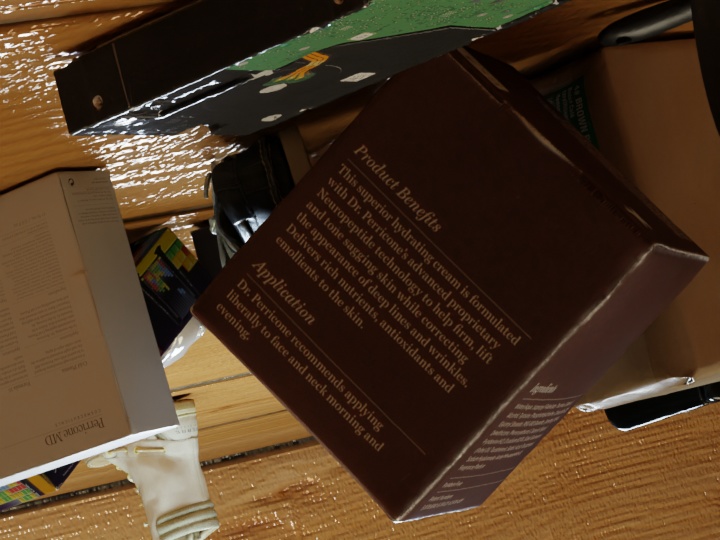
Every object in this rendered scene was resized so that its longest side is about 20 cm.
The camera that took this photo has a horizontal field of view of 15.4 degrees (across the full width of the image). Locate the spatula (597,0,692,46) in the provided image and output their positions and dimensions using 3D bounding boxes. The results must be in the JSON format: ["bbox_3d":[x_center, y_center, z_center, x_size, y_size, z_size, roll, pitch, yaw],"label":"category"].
[{"bbox_3d":[0.224,-0.151,1.439,0.199,0.021,0.057,-13,160,2],"label":"spatula"}]

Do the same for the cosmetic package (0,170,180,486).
[{"bbox_3d":[-0.209,0.044,1.513,0.200,0.151,0.052,-19,172,33],"label":"cosmetic package"}]

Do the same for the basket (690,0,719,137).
[{"bbox_3d":[0.272,-0.126,1.316,0.199,0.136,0.180,-11,160,-1],"label":"basket"}]

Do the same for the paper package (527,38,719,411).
[{"bbox_3d":[0.188,-0.029,1.582,0.103,0.201,0.190,-20,172,42],"label":"paper package"}]

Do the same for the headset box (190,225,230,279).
[{"bbox_3d":[-0.024,-0.006,1.824,0.148,0.075,0.200,-16,173,7],"label":"headset box"}]

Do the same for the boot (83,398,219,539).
[{"bbox_3d":[-0.231,0.234,2.917,0.072,0.155,0.200,-9,170,-40],"label":"boot"}]

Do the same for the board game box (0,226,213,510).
[{"bbox_3d":[-0.204,0.074,1.735,0.165,0.057,0.200,-24,-157,49],"label":"board game box"}]

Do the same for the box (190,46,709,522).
[{"bbox_3d":[0.051,0.008,1.433,0.200,0.166,0.164,-47,165,10],"label":"box"}]

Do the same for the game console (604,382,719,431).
[{"bbox_3d":[0.237,-0.009,1.852,0.175,0.201,0.116,-15,174,-4],"label":"game console"}]

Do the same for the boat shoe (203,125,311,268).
[{"bbox_3d":[-0.057,-0.033,1.538,0.062,0.075,0.200,-15,175,-5],"label":"boat shoe"}]

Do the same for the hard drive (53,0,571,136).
[{"bbox_3d":[-0.020,-0.107,1.197,0.200,0.038,0.140,-19,172,34],"label":"hard drive"}]

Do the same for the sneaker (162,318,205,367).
[{"bbox_3d":[-0.144,0.028,1.897,0.099,0.078,0.200,-19,-176,-23],"label":"sneaker"}]
